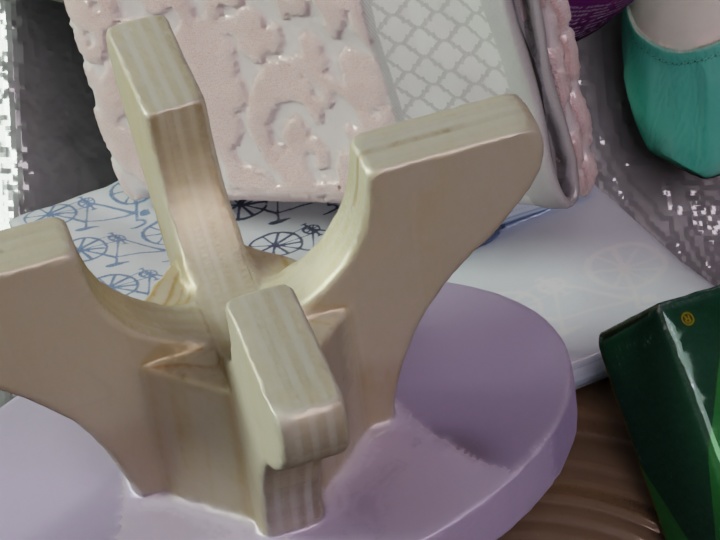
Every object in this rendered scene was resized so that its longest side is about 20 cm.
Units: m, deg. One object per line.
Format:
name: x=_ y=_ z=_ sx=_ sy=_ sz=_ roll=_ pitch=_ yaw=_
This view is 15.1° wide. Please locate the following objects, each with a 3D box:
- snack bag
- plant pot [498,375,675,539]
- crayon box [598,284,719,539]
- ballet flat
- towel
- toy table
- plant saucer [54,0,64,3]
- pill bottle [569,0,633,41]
snack bag: x=0.000 y=0.000 z=0.911 sx=0.188 sy=0.200 sz=0.021 roll=-19 pitch=125 yaw=-17
plant pot: x=0.069 y=0.142 z=0.876 sx=0.201 sy=0.201 sz=0.093 roll=44 pitch=34 yaw=-4
crayon box: x=0.166 y=0.092 z=0.816 sx=0.125 sy=0.052 sz=0.201 roll=-16 pitch=83 yaw=-21
ballet flat: x=0.130 y=-0.136 z=1.011 sx=0.067 sy=0.070 sz=0.201 roll=3 pitch=70 yaw=23
towel: x=-0.026 y=-0.111 z=0.862 sx=0.032 sy=0.190 sz=0.201 roll=-42 pitch=126 yaw=-47
toy table: x=-0.037 y=0.023 z=0.778 sx=0.199 sy=0.117 sz=0.184 roll=-24 pitch=44 yaw=-17
plant saucer: x=-0.093 y=-0.186 z=0.977 sx=0.199 sy=0.050 sz=0.201 roll=3 pitch=78 yaw=-14
pill bottle: x=0.061 y=-0.137 z=0.931 sx=0.112 sy=0.200 sz=0.113 roll=3 pitch=78 yaw=-15
